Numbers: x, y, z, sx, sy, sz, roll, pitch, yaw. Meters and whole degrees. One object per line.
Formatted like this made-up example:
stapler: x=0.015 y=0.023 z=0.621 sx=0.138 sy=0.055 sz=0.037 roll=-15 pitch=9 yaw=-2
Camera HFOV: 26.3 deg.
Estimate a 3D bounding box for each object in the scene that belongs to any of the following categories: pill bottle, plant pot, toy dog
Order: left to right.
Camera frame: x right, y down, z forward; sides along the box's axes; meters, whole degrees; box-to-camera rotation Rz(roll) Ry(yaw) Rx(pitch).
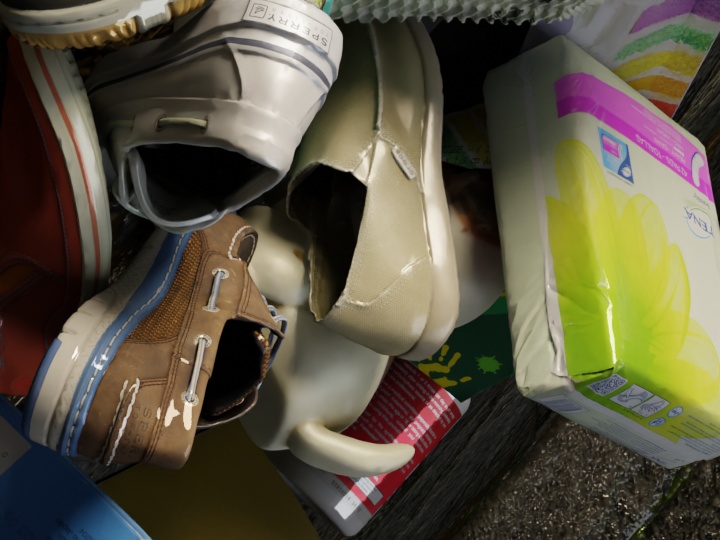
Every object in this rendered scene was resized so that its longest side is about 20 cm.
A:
plant pot: x=-0.122 y=0.257 z=1.106 sx=0.201 sy=0.176 sz=0.200 roll=-57 pitch=164 yaw=25
toy dog: x=0.000 y=0.000 z=0.835 sx=0.199 sy=0.194 sz=0.140 roll=-27 pitch=146 yaw=-35
pill bottle: x=0.018 y=0.111 z=1.276 sx=0.200 sy=0.112 sz=0.112 roll=-47 pitch=164 yaw=-10

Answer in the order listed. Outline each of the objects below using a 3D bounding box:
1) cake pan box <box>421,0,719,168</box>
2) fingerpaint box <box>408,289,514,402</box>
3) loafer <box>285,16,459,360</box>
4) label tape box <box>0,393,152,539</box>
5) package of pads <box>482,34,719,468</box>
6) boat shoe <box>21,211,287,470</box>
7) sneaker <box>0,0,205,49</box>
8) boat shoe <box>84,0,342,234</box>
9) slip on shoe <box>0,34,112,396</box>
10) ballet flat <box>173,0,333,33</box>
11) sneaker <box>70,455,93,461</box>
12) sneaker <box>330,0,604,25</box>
cake pan box: x=0.096 y=-0.131 z=0.864 sx=0.199 sy=0.053 sz=0.185 roll=0 pitch=143 yaw=-16
fingerpaint box: x=0.115 y=-0.036 z=1.029 sx=0.167 sy=0.073 sz=0.201 roll=-33 pitch=-152 yaw=39
loafer: x=-0.001 y=-0.055 z=0.749 sx=0.068 sy=0.201 sz=0.076 roll=1 pitch=158 yaw=-33
label tape box: x=-0.163 y=0.136 z=0.764 sx=0.063 sy=0.144 sz=0.200 roll=-44 pitch=163 yaw=-19
package of pads: x=0.140 y=-0.005 z=0.836 sx=0.068 sy=0.201 sz=0.154 roll=-23 pitch=146 yaw=33
boat shoe: x=-0.073 y=0.031 z=0.652 sx=0.200 sy=0.072 sz=0.073 roll=-60 pitch=175 yaw=-62
sneaker: x=-0.055 y=-0.160 z=0.550 sx=0.200 sy=0.076 sz=0.088 roll=-37 pitch=133 yaw=-13
boat shoe: x=-0.074 y=-0.050 z=0.606 sx=0.200 sy=0.073 sz=0.067 roll=-27 pitch=-136 yaw=65
slip on shoe: x=-0.139 y=-0.016 z=0.633 sx=0.061 sy=0.074 sz=0.201 roll=-6 pitch=140 yaw=-21
ballet flat: x=-0.052 y=-0.089 z=0.669 sx=0.200 sy=0.063 sz=0.076 roll=112 pitch=-21 yaw=-62
sneaker: x=-0.108 y=0.066 z=0.915 sx=0.200 sy=0.060 sz=0.104 roll=-41 pitch=161 yaw=-33
sneaker: x=0.029 y=-0.174 z=0.718 sx=0.199 sy=0.100 sz=0.069 roll=0 pitch=161 yaw=-33
